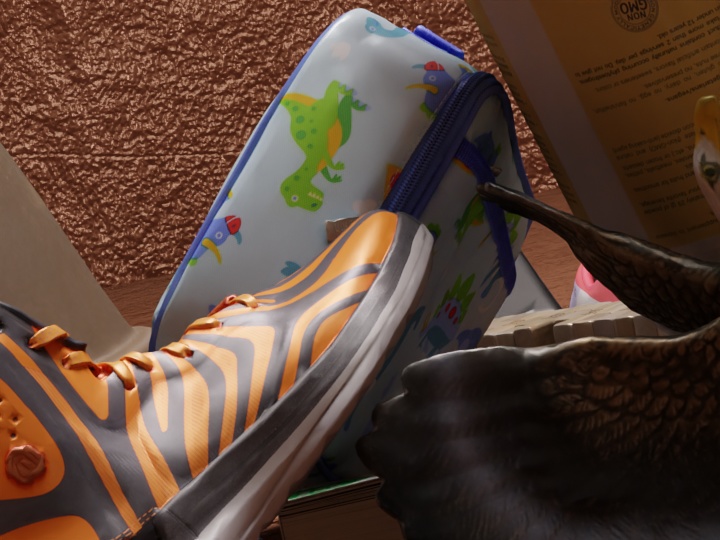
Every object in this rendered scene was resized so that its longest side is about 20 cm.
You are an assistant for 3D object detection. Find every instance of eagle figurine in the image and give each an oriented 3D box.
[{"bbox_3d":[0.118,0.018,0.789,0.199,0.152,0.151,-22,-17,36],"label":"eagle figurine"}]

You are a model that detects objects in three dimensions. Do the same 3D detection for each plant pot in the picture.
[{"bbox_3d":[-0.200,0.022,1.249,0.199,0.175,0.200,-20,6,2],"label":"plant pot"}]

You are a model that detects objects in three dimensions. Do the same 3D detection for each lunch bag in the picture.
[{"bbox_3d":[0.000,0.000,0.996,0.082,0.161,0.200,28,-12,14],"label":"lunch bag"}]

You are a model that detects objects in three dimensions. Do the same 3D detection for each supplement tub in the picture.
[{"bbox_3d":[0.124,-0.080,0.930,0.145,0.201,0.145,-26,16,8],"label":"supplement tub"}]

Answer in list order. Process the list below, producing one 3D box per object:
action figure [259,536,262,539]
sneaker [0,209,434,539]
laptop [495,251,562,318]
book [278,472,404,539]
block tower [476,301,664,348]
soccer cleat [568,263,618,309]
[{"bbox_3d":[-0.112,0.072,0.908,0.102,0.200,0.119,-49,41,-9],"label":"action figure"},{"bbox_3d":[-0.063,0.031,0.803,0.200,0.112,0.078,-52,-2,-35],"label":"sneaker"},{"bbox_3d":[0.000,0.052,1.364,0.187,0.116,0.200,-24,34,-5],"label":"laptop"},{"bbox_3d":[0.073,0.073,0.908,0.199,0.048,0.134,-13,-2,-1],"label":"book"},{"bbox_3d":[0.091,0.045,1.128,0.199,0.054,0.058,-8,5,37],"label":"block tower"},{"bbox_3d":[0.128,0.017,1.262,0.068,0.074,0.200,-12,4,1],"label":"soccer cleat"}]
